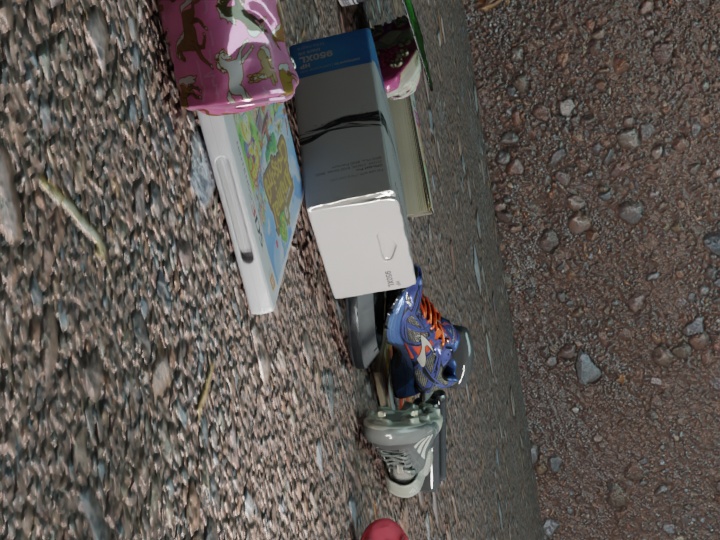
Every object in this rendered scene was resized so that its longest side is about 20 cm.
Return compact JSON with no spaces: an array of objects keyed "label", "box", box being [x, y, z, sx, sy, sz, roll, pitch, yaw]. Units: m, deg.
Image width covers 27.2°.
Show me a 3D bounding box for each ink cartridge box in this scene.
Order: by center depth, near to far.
[{"label":"ink cartridge box","box":[-0.007,-0.098,1.390,0.145,0.083,0.202,73,8,-53]}]

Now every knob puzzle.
[{"label":"knob puzzle","box":[0.055,0.157,1.769,0.220,0.030,0.223,-7,90,-80]}]

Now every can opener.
[{"label":"can opener","box":[0.090,0.161,1.720,0.053,0.066,0.203,-38,135,-60]}]

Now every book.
[{"label":"book","box":[0.064,-0.175,2.032,0.134,0.047,0.203,-12,93,-83]}]

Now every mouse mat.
[{"label":"mouse mat","box":[0.058,-0.326,1.822,0.201,0.007,0.162,-97,168,-59]}]

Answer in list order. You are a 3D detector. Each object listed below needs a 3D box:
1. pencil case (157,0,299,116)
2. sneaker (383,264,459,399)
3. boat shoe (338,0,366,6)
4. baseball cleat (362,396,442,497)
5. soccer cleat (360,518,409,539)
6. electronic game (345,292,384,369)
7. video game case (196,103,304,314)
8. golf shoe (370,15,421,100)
[{"label":"pencil case","box":[-0.097,-0.208,1.016,0.086,0.082,0.203,-30,112,-70]},{"label":"sneaker","box":[0.067,0.062,1.604,0.201,0.077,0.076,80,9,-52]},{"label":"boat shoe","box":[0.003,-0.406,1.763,0.072,0.067,0.202,65,21,-60]},{"label":"baseball cleat","box":[0.048,0.195,1.598,0.200,0.069,0.108,3,95,-70]},{"label":"soccer cleat","box":[0.025,0.341,1.421,0.076,0.066,0.203,134,-50,-62]},{"label":"electronic game","box":[0.000,0.000,1.534,0.200,0.041,0.203,-1,90,-85]},{"label":"video game case","box":[-0.083,-0.095,1.190,0.201,0.022,0.184,-80,160,-59]},{"label":"golf shoe","box":[0.048,-0.249,1.872,0.201,0.074,0.092,-77,150,-60]}]
